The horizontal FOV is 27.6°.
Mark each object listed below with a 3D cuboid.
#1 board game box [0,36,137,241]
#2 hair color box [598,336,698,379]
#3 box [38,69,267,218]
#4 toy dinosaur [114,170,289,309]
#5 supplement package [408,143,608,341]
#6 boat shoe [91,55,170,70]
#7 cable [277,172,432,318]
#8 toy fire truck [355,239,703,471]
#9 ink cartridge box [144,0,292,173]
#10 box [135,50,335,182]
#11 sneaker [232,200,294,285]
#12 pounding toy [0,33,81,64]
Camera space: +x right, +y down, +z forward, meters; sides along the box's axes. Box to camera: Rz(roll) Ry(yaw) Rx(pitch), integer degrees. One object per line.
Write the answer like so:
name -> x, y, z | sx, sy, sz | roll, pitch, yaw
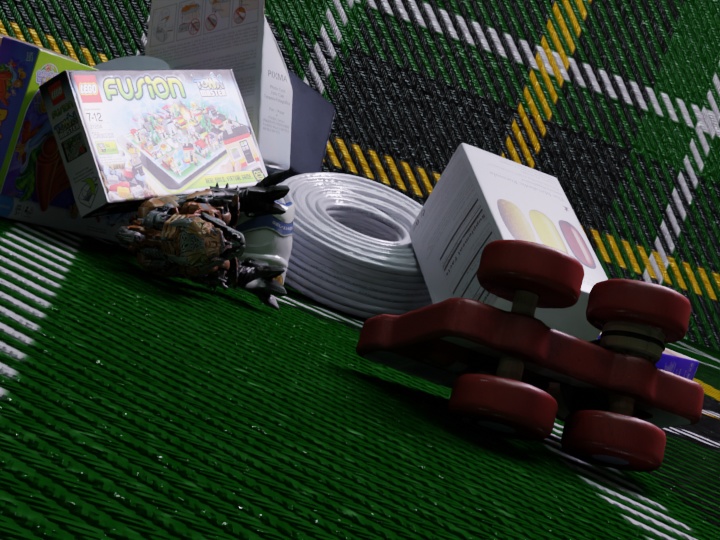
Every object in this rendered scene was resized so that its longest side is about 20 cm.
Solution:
board game box -> -0.233, -0.101, 1.221 | 0.045, 0.135, 0.200 | 21, 4, 32
hair color box -> 0.245, 0.090, 1.454 | 0.109, 0.065, 0.200 | 22, 6, 33
box -> -0.163, -0.107, 1.195 | 0.035, 0.111, 0.199 | -23, -6, 35
toy dinosaur -> -0.130, -0.032, 1.131 | 0.135, 0.103, 0.200 | 0, 25, -28
supplement package -> 0.132, -0.004, 1.307 | 0.113, 0.110, 0.201 | 17, 30, -23
boat shoe -> -0.240, -0.122, 1.306 | 0.071, 0.070, 0.200 | 22, 46, 22
cable -> -0.002, -0.025, 1.424 | 0.199, 0.070, 0.200 | 2, 29, -37
toy fire truck -> 0.114, 0.063, 0.965 | 0.199, 0.113, 0.168 | 19, -15, -21
ink cartridge box -> -0.132, -0.184, 1.350 | 0.159, 0.202, 0.047 | -5, -12, 40
box -> -0.172, -0.171, 1.717 | 0.196, 0.125, 0.200 | -19, -42, 41
sneaker -> -0.120, -0.045, 1.343 | 0.075, 0.089, 0.199 | 14, 5, -42
pounding toy -> -0.349, -0.139, 1.394 | 0.199, 0.143, 0.184 | 14, 19, -46
